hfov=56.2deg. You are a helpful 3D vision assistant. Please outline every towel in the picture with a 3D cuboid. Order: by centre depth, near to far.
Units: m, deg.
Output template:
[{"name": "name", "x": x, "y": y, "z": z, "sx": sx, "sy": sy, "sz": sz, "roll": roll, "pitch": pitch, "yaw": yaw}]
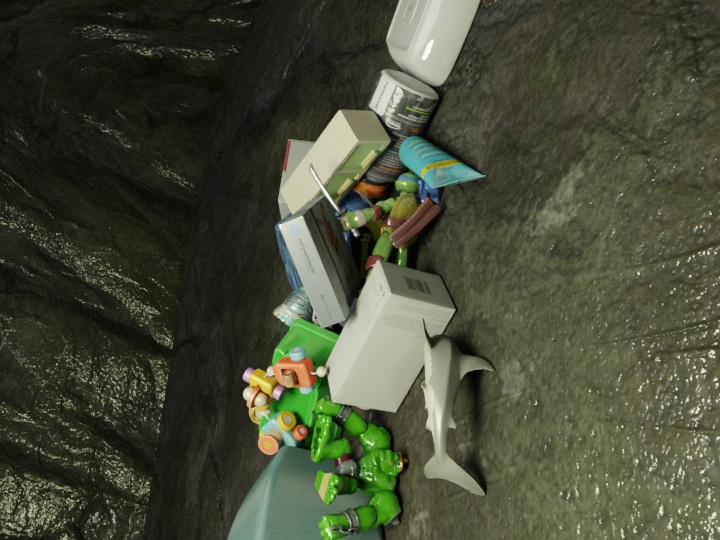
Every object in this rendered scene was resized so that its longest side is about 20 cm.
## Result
[{"name": "towel", "x": -0.097, "y": -0.038, "z": 1.282, "sx": 0.112, "sy": 0.048, "sz": 0.200, "roll": -45, "pitch": -30, "yaw": -24}]

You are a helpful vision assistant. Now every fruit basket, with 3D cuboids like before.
[{"name": "fruit basket", "x": -0.079, "y": 0.185, "z": 1.161, "sx": 0.216, "sy": 0.155, "sz": 0.216, "roll": -51, "pitch": -27, "yaw": -39}]

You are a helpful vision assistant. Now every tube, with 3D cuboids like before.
[{"name": "tube", "x": 0.109, "y": -0.154, "z": 0.993, "sx": 0.200, "sy": 0.077, "sz": 0.051, "roll": -123, "pitch": 17, "yaw": -64}]

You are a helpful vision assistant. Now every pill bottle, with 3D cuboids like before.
[{"name": "pill bottle", "x": 0.043, "y": -0.222, "z": 1.130, "sx": 0.201, "sy": 0.106, "sz": 0.106, "roll": -64, "pitch": 25, "yaw": 26}]

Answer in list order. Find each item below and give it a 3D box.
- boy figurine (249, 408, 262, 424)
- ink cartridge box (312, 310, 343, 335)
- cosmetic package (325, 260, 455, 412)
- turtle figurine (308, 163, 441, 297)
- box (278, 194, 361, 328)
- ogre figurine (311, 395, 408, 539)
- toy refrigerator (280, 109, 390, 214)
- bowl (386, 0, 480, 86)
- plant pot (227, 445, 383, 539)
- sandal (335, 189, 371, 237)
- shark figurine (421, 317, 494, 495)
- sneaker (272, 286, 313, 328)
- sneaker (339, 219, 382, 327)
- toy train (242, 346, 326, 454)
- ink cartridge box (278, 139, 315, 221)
[{"name": "boy figurine", "x": -0.176, "y": 0.299, "z": 1.401, "sx": 0.200, "sy": 0.064, "sz": 0.125, "roll": 4, "pitch": 83, "yaw": 64}, {"name": "ink cartridge box", "x": -0.051, "y": 0.070, "z": 1.210, "sx": 0.200, "sy": 0.037, "sz": 0.095, "roll": 80, "pitch": -164, "yaw": -71}, {"name": "cosmetic package", "x": 0.037, "y": 0.098, "z": 0.956, "sx": 0.200, "sy": 0.107, "sz": 0.085, "roll": -62, "pitch": 26, "yaw": 28}, {"name": "turtle figurine", "x": 0.021, "y": -0.051, "z": 1.036, "sx": 0.144, "sy": 0.199, "sz": 0.195, "roll": 44, "pitch": -128, "yaw": -80}, {"name": "box", "x": -0.053, "y": -0.021, "z": 0.997, "sx": 0.200, "sy": 0.041, "sz": 0.156, "roll": -67, "pitch": -44, "yaw": -75}, {"name": "ogre figurine", "x": -0.005, "y": 0.273, "z": 0.934, "sx": 0.098, "sy": 0.119, "sz": 0.200, "roll": -62, "pitch": 27, "yaw": 21}, {"name": "toy refrigerator", "x": -0.043, "y": -0.166, "z": 1.096, "sx": 0.200, "sy": 0.076, "sz": 0.070, "roll": -46, "pitch": 65, "yaw": 40}, {"name": "bowl", "x": 0.113, "y": -0.422, "z": 1.127, "sx": 0.200, "sy": 0.074, "sz": 0.200, "roll": -68, "pitch": 25, "yaw": 21}, {"name": "plant pot", "x": -0.086, "y": 0.379, "z": 0.988, "sx": 0.201, "sy": 0.196, "sz": 0.196, "roll": -91, "pitch": 26, "yaw": -46}, {"name": "sandal", "x": -0.043, "y": -0.071, "z": 1.204, "sx": 0.079, "sy": 0.087, "sz": 0.201, "roll": 21, "pitch": 92, "yaw": 23}, {"name": "shark figurine", "x": 0.114, "y": 0.140, "z": 0.796, "sx": 0.128, "sy": 0.089, "sz": 0.215, "roll": 79, "pitch": -169, "yaw": -46}, {"name": "sneaker", "x": -0.090, "y": 0.069, "z": 1.270, "sx": 0.086, "sy": 0.078, "sz": 0.200, "roll": -51, "pitch": -9, "yaw": 4}, {"name": "sneaker", "x": 0.000, "y": 0.000, "z": 1.151, "sx": 0.082, "sy": 0.074, "sz": 0.201, "roll": -155, "pitch": 76, "yaw": -82}, {"name": "toy train", "x": -0.114, "y": 0.213, "z": 1.020, "sx": 0.150, "sy": 0.056, "sz": 0.201, "roll": 2, "pitch": 114, "yaw": 29}, {"name": "ink cartridge box", "x": -0.115, "y": -0.155, "z": 1.409, "sx": 0.200, "sy": 0.083, "sz": 0.146, "roll": 96, "pitch": 179, "yaw": -68}]
